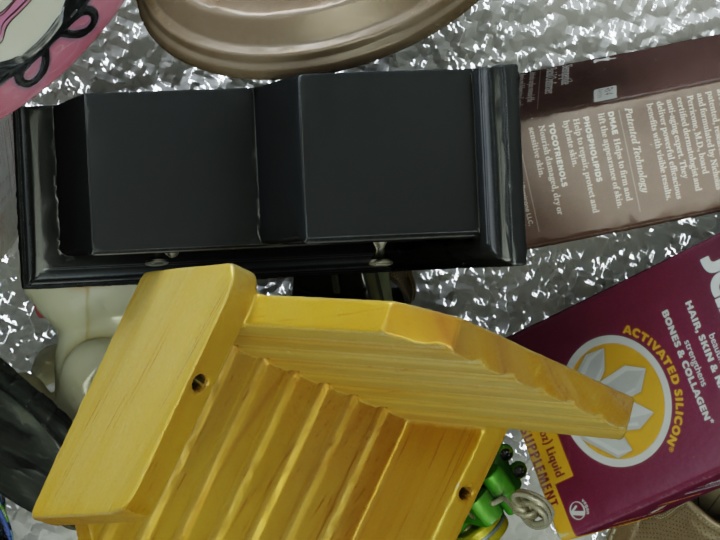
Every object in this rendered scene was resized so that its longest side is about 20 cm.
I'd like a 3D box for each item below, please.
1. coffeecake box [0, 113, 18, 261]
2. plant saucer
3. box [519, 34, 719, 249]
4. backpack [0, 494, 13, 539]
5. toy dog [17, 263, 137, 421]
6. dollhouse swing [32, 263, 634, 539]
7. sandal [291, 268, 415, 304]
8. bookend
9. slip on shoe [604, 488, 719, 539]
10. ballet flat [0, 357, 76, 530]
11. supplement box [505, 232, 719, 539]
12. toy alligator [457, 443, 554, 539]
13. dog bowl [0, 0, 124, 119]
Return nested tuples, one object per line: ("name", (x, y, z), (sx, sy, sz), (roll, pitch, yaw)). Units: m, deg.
("coffeecake box", (-0.258, -0.033, 1.500), (0.153, 0.200, 0.073), (-3, 105, 5))
("plant saucer", (-0.017, -0.167, 1.446), (0.200, 0.200, 0.030), (-14, 131, 8))
("box", (0.145, -0.068, 1.511), (0.199, 0.100, 0.075), (-10, 106, 7))
("backpack", (-0.273, 0.121, 1.574), (0.200, 0.135, 0.183), (23, 117, 0))
("toy dog", (-0.102, 0.044, 1.540), (0.194, 0.140, 0.200), (-25, 92, 30))
("dollhouse swing", (-0.003, 0.099, 1.400), (0.200, 0.176, 0.182), (26, 89, -42))
("sandal", (0.001, -0.001, 1.560), (0.080, 0.057, 0.202), (4, 107, 47))
("bookend", (-0.047, -0.042, 1.400), (0.198, 0.200, 0.092), (-3, 90, -17))
("slip on shoe", (0.184, 0.129, 1.587), (0.076, 0.061, 0.200), (29, 107, -5))
("ballet flat", (-0.187, 0.059, 1.504), (0.200, 0.057, 0.067), (40, 132, 21))
("supplement box", (0.177, 0.048, 1.497), (0.200, 0.086, 0.111), (-28, 78, 36))
("toy alligator", (0.060, 0.110, 1.551), (0.054, 0.200, 0.059), (-46, 106, -23))
("dog bowl", (-0.185, -0.150, 1.471), (0.200, 0.200, 0.074), (-38, 121, 14))
